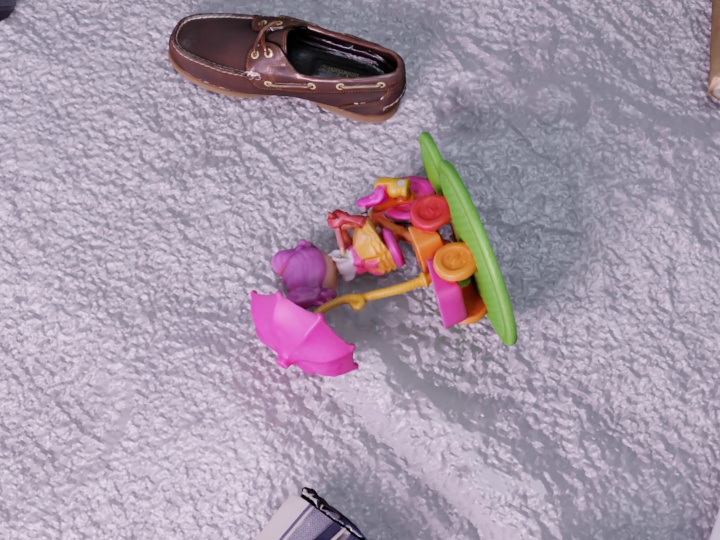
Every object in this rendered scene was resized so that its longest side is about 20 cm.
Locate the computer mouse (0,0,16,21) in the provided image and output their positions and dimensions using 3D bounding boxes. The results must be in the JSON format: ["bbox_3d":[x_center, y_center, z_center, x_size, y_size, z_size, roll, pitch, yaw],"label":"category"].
[{"bbox_3d":[-0.277,-0.239,1.496,0.199,0.034,0.059,-15,70,-11],"label":"computer mouse"}]

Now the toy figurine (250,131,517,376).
[{"bbox_3d":[0.000,0.000,1.389,0.183,0.150,0.200,-21,50,-2],"label":"toy figurine"}]

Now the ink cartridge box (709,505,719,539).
[{"bbox_3d":[0.336,0.196,1.336,0.145,0.083,0.201,15,67,17],"label":"ink cartridge box"}]

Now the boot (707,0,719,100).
[{"bbox_3d":[0.305,-0.240,1.529,0.174,0.066,0.201,5,70,-3],"label":"boot"}]

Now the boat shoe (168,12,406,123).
[{"bbox_3d":[-0.059,-0.176,1.471,0.199,0.070,0.071,11,69,1],"label":"boat shoe"}]

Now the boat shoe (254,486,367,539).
[{"bbox_3d":[-0.061,0.255,1.297,0.093,0.075,0.200,32,69,16],"label":"boat shoe"}]
